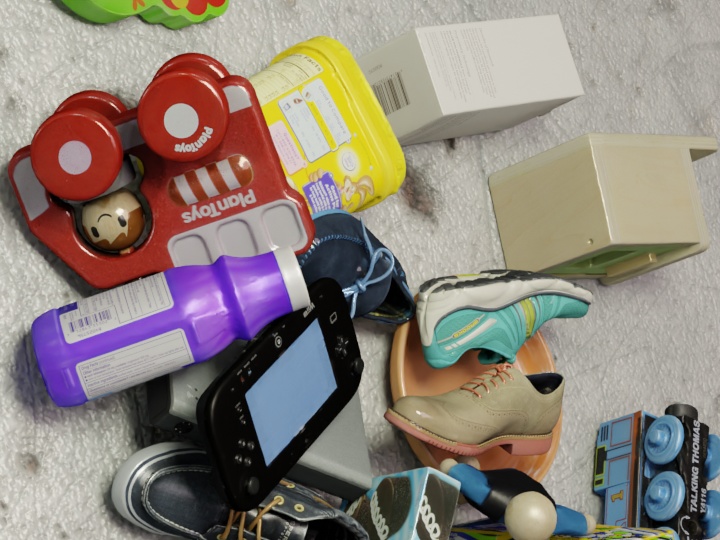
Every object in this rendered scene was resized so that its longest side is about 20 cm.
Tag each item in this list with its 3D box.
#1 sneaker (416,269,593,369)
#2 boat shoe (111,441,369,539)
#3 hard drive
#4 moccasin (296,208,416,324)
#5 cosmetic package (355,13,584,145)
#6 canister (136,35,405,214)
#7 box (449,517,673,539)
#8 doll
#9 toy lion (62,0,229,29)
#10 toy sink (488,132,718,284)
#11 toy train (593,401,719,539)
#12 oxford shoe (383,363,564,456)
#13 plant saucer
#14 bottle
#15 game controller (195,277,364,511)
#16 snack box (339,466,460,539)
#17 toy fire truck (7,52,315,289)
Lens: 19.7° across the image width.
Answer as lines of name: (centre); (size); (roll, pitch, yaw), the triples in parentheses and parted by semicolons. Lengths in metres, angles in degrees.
sneaker: (0.120, 0.041, 1.785); (0.199, 0.077, 0.080); (-7, 100, -42)
boat shoe: (-0.084, 0.180, 1.548); (0.200, 0.091, 0.071); (16, 92, -40)
hard drive: (-0.080, 0.090, 1.613); (0.199, 0.033, 0.140); (26, 40, -36)
moccasin: (0.000, 0.000, 1.667); (0.068, 0.081, 0.200); (46, 14, 22)
cosmetic package: (0.092, -0.168, 1.848); (0.199, 0.107, 0.085); (-14, 83, -47)
canister: (-0.072, -0.088, 1.677); (0.200, 0.086, 0.149); (-34, 99, -44)
box: (0.159, 0.241, 1.688); (0.070, 0.199, 0.065); (-5, 92, -44)
doll: (0.121, 0.182, 1.632); (0.136, 0.200, 0.049); (23, 87, -6)
toy lion: (-0.179, -0.270, 1.667); (0.192, 0.068, 0.200); (54, 46, -25)
toy sink: (0.240, -0.054, 1.930); (0.199, 0.130, 0.113); (-2, 76, -45)
toy train: (0.267, 0.218, 1.866); (0.086, 0.114, 0.201); (24, 59, -32)
oxford shoe: (0.095, 0.107, 1.706); (0.199, 0.070, 0.075); (4, 111, -51)
plant saucer: (0.095, 0.105, 1.799); (0.199, 0.037, 0.201); (16, 65, -39)
bottle: (-0.137, 0.036, 1.500); (0.199, 0.084, 0.066); (-19, 112, -5)
game controller: (-0.057, 0.089, 1.542); (0.200, 0.042, 0.105); (-47, 138, -48)
snack box: (0.009, 0.255, 1.585); (0.037, 0.116, 0.201); (26, 66, -27)
toy fire truck: (-0.150, -0.059, 1.532); (0.112, 0.199, 0.169); (-93, 162, -77)
